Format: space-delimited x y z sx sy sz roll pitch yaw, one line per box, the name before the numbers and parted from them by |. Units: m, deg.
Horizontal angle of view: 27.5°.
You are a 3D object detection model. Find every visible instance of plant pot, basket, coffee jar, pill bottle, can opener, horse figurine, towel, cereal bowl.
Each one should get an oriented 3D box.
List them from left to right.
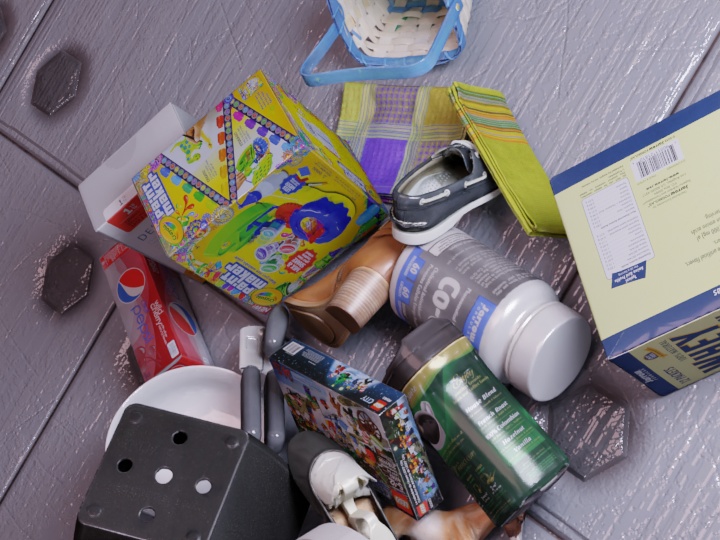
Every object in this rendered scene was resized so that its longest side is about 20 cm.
plant pot | -0.181 0.245 1.470 0.197 0.178 0.201 12 57 15
cereal bowl | -0.183 0.211 1.652 0.197 0.084 0.202 -3 55 5
can opener | -0.108 0.118 1.620 0.201 0.052 0.067 -93 14 -50
basket | 0.040 -0.282 1.661 0.175 0.140 0.201 3 43 35
towel | 0.044 -0.149 1.694 0.198 0.023 0.145 10 79 37
horse figurine | 0.068 0.283 1.495 0.198 0.050 0.134 6 82 34
coffee jar | 0.107 0.144 1.433 0.085 0.105 0.200 -35 77 -24
pill bottle | 0.132 0.044 1.501 0.199 0.113 0.115 33 92 38
towel | 0.163 -0.118 1.552 0.018 0.085 0.201 -49 55 37

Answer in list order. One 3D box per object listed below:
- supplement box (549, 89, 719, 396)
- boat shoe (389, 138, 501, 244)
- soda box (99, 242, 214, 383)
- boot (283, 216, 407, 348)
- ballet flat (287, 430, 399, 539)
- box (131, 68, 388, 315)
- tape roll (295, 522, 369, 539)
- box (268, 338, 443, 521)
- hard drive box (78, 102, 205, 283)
supplement box | 0.314 -0.023 1.388 0.198 0.134 0.202 -27 59 23
boat shoe | 0.103 -0.101 1.547 0.075 0.061 0.200 17 43 30
soda box | -0.248 0.051 1.787 0.063 0.070 0.201 -38 56 17
boot | 0.000 0.000 1.629 0.156 0.077 0.200 -51 8 -20
ballet flat | -0.003 0.237 1.466 0.068 0.069 0.201 -29 75 -25
box | -0.108 -0.082 1.626 0.192 0.200 0.123 -38 57 12
tape roll | -0.004 0.348 1.449 0.202 0.037 0.205 31 133 39
box | -0.007 0.161 1.515 0.038 0.138 0.199 -34 31 -25
hard drive box | -0.205 -0.086 1.729 0.155 0.199 0.077 -39 55 16
